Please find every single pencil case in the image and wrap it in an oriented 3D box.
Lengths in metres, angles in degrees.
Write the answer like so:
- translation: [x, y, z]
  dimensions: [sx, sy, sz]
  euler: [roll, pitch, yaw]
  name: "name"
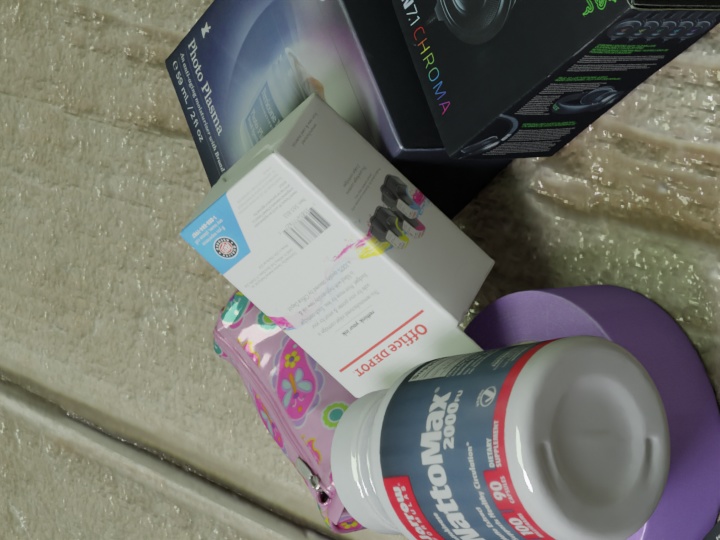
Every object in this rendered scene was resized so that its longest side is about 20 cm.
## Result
- translation: [-0.031, 0.095, 1.664]
  dimensions: [0.201, 0.087, 0.088]
  euler: [56, 133, 35]
  name: "pencil case"

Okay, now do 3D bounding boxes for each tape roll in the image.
- translation: [0.133, 0.111, 1.467]
  dimensions: [0.199, 0.065, 0.202]
  euler: [7, 99, 51]
  name: "tape roll"

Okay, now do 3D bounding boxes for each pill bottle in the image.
- translation: [0.075, 0.108, 1.393]
  dimensions: [0.199, 0.119, 0.121]
  euler: [-13, 83, 52]
  name: "pill bottle"

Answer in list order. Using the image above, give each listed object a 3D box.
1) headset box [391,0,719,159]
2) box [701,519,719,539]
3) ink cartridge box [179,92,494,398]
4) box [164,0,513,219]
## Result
- translation: [0.116, -0.190, 1.439]
  dimensions: [0.200, 0.092, 0.175]
  euler: [-37, 65, 47]
  name: "headset box"
- translation: [0.248, 0.209, 1.325]
  dimensions: [0.162, 0.049, 0.200]
  euler: [61, 143, 25]
  name: "box"
- translation: [0.000, 0.000, 1.486]
  dimensions: [0.200, 0.068, 0.115]
  euler: [43, 136, -10]
  name: "ink cartridge box"
- translation: [-0.014, -0.116, 1.593]
  dimensions: [0.198, 0.122, 0.201]
  euler: [-44, 60, 43]
  name: "box"
